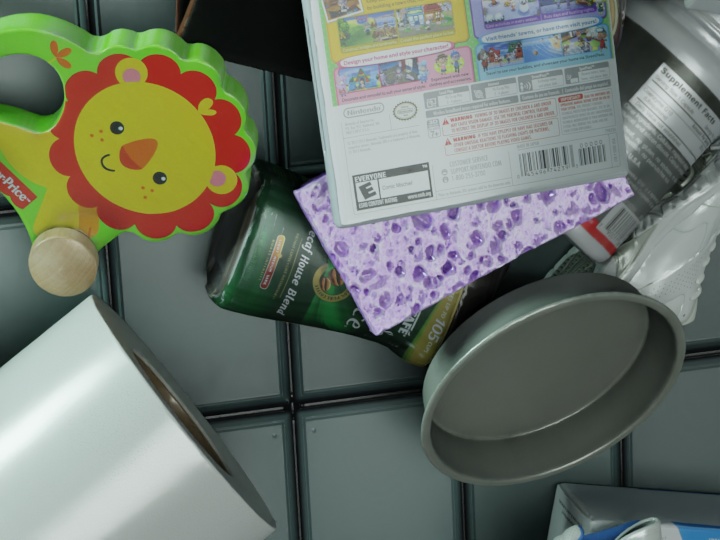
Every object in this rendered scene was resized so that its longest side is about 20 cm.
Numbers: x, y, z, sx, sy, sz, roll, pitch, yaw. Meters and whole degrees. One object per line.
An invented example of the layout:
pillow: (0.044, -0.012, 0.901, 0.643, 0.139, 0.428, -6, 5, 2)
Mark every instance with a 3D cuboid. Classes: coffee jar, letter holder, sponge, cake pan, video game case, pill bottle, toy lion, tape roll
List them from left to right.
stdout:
toy lion: (-0.175, -0.092, 1.560, 0.191, 0.069, 0.200, -38, 112, 21)
tape roll: (-0.170, 0.136, 1.588, 0.139, 0.203, 0.203, -38, 111, -1)
letter holder: (-0.015, -0.206, 1.592, 0.199, 0.143, 0.101, 12, 134, -16)
coffee jar: (0.000, 0.000, 1.652, 0.199, 0.085, 0.105, 16, 102, -18)
sponge: (0.068, -0.051, 1.581, 0.199, 0.030, 0.112, -29, 96, 0)
video game case: (0.067, -0.133, 1.524, 0.199, 0.022, 0.183, -10, 102, -12)
cake pan: (0.129, 0.073, 1.662, 0.199, 0.037, 0.201, -16, 142, -13)
pill bottle: (0.191, -0.114, 1.652, 0.114, 0.114, 0.200, 41, 93, -21)

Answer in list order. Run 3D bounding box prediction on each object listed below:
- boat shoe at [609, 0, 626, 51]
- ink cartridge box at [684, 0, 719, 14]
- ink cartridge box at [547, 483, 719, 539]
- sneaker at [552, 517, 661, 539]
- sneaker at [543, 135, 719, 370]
boat shoe: (0.137, -0.235, 1.608, 0.072, 0.065, 0.201, -16, 74, 15)
ink cartridge box: (0.273, -0.284, 1.562, 0.083, 0.147, 0.201, 7, 69, -18)
ink cartridge box: (0.208, 0.270, 1.784, 0.145, 0.086, 0.201, 5, 103, -15)
sneaker: (0.209, 0.252, 1.689, 0.199, 0.081, 0.147, 17, 106, -10)
sneaker: (0.220, -0.012, 1.718, 0.200, 0.078, 0.099, -44, 118, 11)
